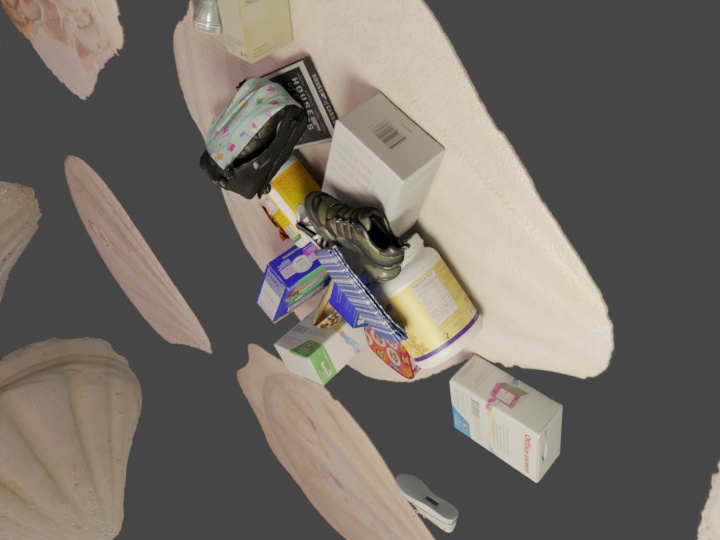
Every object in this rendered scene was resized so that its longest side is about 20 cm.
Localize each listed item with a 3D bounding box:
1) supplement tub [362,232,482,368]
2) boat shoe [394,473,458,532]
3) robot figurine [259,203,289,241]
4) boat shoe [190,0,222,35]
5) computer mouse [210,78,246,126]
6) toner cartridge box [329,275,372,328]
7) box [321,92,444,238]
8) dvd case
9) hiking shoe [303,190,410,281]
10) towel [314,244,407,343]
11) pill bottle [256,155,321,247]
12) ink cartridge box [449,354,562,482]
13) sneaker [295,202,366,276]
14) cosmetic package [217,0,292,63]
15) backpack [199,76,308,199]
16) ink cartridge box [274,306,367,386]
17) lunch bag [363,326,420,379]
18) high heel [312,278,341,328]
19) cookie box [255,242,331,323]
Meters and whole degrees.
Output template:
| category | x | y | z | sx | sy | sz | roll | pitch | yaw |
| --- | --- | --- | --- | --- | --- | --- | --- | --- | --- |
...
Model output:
| category | x | y | z | sx | sy | sz | roll | pitch | yaw |
| --- | --- | --- | --- | --- | --- | --- | --- | --- | --- |
| supplement tub | 0.107 | 0.052 | 1.187 | 0.202 | 0.145 | 0.145 | 54 | 152 | -3 |
| boat shoe | 0.171 | 0.627 | 1.793 | 0.200 | 0.074 | 0.088 | 26 | 125 | 31 |
| robot figurine | -0.190 | -0.169 | 1.484 | 0.202 | 0.058 | 0.144 | 57 | 151 | -7 |
| boat shoe | -0.261 | -0.481 | 1.185 | 0.203 | 0.069 | 0.072 | -105 | 30 | -51 |
| computer mouse | -0.261 | -0.325 | 1.440 | 0.198 | 0.044 | 0.111 | -12 | 116 | 54 |
| toner cartridge box | 0.000 | 0.000 | 1.299 | 0.095 | 0.043 | 0.204 | 41 | 126 | 41 |
| box | 0.030 | -0.156 | 1.115 | 0.152 | 0.106 | 0.201 | 44 | 150 | 15 |
| dvd case | -0.120 | -0.306 | 1.263 | 0.198 | 0.025 | 0.152 | 5 | 126 | 56 |
| hiking shoe | -0.003 | -0.078 | 1.078 | 0.199 | 0.076 | 0.101 | 37 | 140 | 9 |
| towel | -0.002 | 0.040 | 1.150 | 0.201 | 0.024 | 0.145 | 52 | 168 | -8 |
| pill bottle | -0.143 | -0.157 | 1.353 | 0.201 | 0.113 | 0.112 | 50 | 152 | -7 |
| ink cartridge box | 0.269 | 0.273 | 1.248 | 0.198 | 0.084 | 0.147 | 30 | 144 | 39 |
| sneaker | -0.060 | -0.069 | 1.205 | 0.129 | 0.080 | 0.200 | 37 | -168 | -34 |
| cosmetic package | -0.178 | -0.460 | 1.100 | 0.073 | 0.103 | 0.202 | 33 | 147 | 29 |
| backpack | -0.191 | -0.241 | 1.215 | 0.126 | 0.201 | 0.167 | 41 | -171 | 12 |
| ink cartridge box | -0.070 | 0.148 | 1.505 | 0.144 | 0.200 | 0.089 | 9 | 134 | 51 |
| lunch bag | 0.061 | 0.110 | 1.385 | 0.175 | 0.081 | 0.203 | 31 | 145 | 36 |
| high heel | -0.049 | 0.031 | 1.401 | 0.071 | 0.142 | 0.202 | 35 | 147 | 29 |
| cookie box | -0.133 | 0.011 | 1.481 | 0.076 | 0.170 | 0.201 | 50 | 152 | 10 |
